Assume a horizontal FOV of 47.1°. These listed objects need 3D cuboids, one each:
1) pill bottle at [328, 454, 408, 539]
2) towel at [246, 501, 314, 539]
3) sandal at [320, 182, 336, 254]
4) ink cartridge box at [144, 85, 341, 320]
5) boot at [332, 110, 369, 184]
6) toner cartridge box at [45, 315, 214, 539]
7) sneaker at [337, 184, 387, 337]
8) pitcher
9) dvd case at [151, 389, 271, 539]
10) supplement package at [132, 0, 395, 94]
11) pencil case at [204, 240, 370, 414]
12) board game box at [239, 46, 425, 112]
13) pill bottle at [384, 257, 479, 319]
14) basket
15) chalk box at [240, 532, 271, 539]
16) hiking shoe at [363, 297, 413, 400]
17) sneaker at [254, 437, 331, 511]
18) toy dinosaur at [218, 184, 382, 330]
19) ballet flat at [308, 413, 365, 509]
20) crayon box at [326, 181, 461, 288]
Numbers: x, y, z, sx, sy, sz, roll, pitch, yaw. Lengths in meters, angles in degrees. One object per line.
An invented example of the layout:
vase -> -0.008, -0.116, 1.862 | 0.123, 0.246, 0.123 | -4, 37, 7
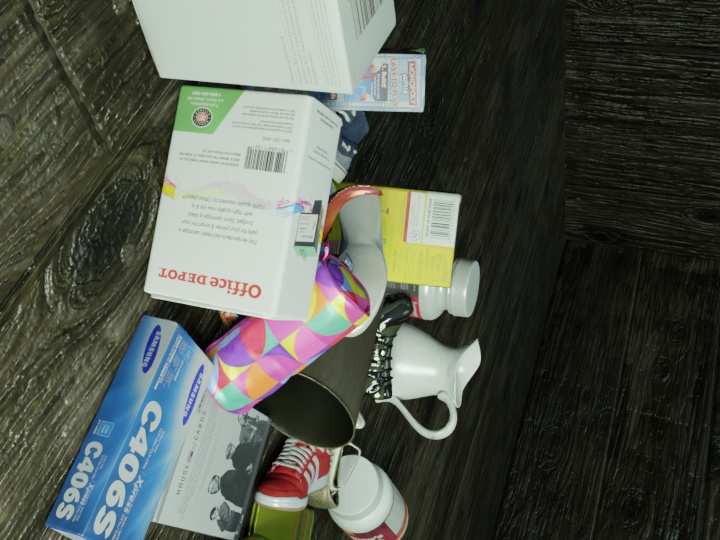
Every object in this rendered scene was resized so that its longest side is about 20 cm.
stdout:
pill bottle -> 0.007, 0.371, 1.320 | 0.201, 0.107, 0.111 | 63, 40, -56
towel -> -0.112, 0.365, 1.138 | 0.200, 0.018, 0.088 | 48, 48, -63
sandal -> -0.071, -0.037, 0.979 | 0.087, 0.078, 0.204 | 106, -10, -73
ink cartridge box -> -0.111, -0.063, 0.789 | 0.084, 0.142, 0.205 | 17, 83, -68
boot -> -0.045, -0.176, 0.997 | 0.091, 0.072, 0.200 | -59, 167, -1
toner cartridge box -> -0.206, 0.155, 0.765 | 0.095, 0.042, 0.203 | 67, 37, -56
sneaker -> 0.000, 0.000, 1.003 | 0.089, 0.074, 0.203 | 84, 11, -57
pitcher -> 0.072, 0.166, 1.283 | 0.122, 0.196, 0.174 | 72, 34, -49
dvd case -> -0.165, 0.215, 0.924 | 0.200, 0.024, 0.153 | 53, 49, -61
supplement package -> -0.084, -0.240, 0.713 | 0.119, 0.196, 0.118 | 77, 30, -44
pencil case -> -0.078, 0.063, 0.855 | 0.199, 0.089, 0.088 | -41, 166, 16
board game box -> -0.004, -0.219, 0.934 | 0.200, 0.196, 0.063 | -35, 130, -61
pill bottle -> 0.072, 0.012, 1.223 | 0.110, 0.196, 0.113 | 9, 90, -69
basket -> -0.044, 0.093, 1.055 | 0.182, 0.133, 0.202 | 74, 29, -48
chalk box -> -0.117, 0.398, 0.964 | 0.200, 0.122, 0.127 | 15, 94, -70
hiking shoe -> 0.020, 0.130, 1.170 | 0.201, 0.100, 0.076 | -49, 172, 11
sneaker -> -0.081, 0.242, 1.091 | 0.200, 0.070, 0.115 | 2, 100, -77
toy dinosaur -> -0.087, -0.012, 0.873 | 0.104, 0.198, 0.186 | 1, 100, -43
ballet flat -> -0.031, 0.250, 1.219 | 0.068, 0.074, 0.204 | 32, 68, -66
crayon box -> 0.033, -0.052, 1.127 | 0.051, 0.195, 0.130 | -63, 159, -82
